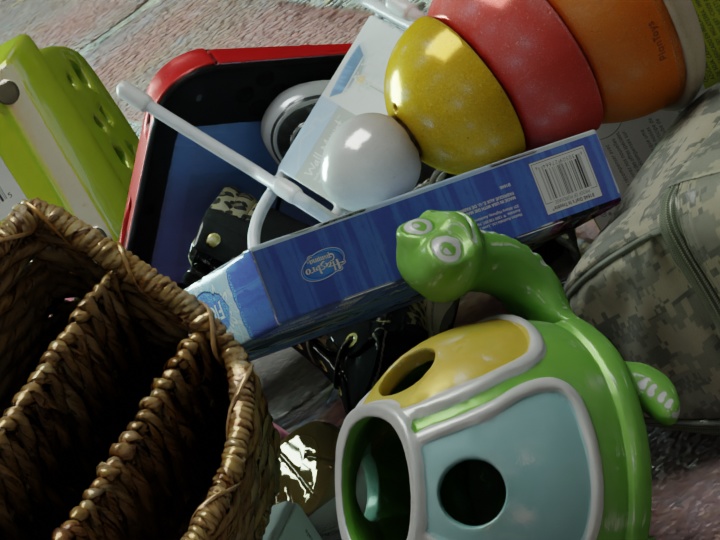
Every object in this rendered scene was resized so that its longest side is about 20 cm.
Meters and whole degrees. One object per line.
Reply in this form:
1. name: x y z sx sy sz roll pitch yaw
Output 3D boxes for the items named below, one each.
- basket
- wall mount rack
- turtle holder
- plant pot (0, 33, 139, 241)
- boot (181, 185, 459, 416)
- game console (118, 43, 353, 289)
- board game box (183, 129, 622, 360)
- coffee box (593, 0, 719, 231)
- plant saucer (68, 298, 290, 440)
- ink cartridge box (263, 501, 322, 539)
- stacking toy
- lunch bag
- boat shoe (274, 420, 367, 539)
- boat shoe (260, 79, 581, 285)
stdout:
1. basket: -0.131 0.094 1.372 0.142 0.149 0.200 17 54 27
2. wall mount rack: -0.034 -0.107 1.627 0.174 0.074 0.201 32 90 47
3. turtle holder: 0.063 0.078 1.374 0.131 0.187 0.141 -1 23 -33
4. plant pot: -0.229 -0.027 1.917 0.199 0.200 0.181 -32 -9 2
5. boot: -0.030 0.031 1.657 0.204 0.153 0.074 -67 1 -64
6. game console: -0.053 -0.048 1.761 0.176 0.201 0.031 -3 42 -22
7. board game box: 0.000 0.000 1.504 0.199 0.044 0.199 -19 -4 -26
8. coffee box: 0.204 -0.154 1.686 0.197 0.201 0.200 -20 23 29
9. plant saucer: -0.129 0.064 1.692 0.051 0.200 0.200 -57 24 -3
10. ink cartridge box: -0.098 0.216 1.442 0.146 0.086 0.200 -21 25 28
11. stacking toy: 0.060 -0.099 1.511 0.200 0.147 0.146 -35 21 -14
12. lunch bag: 0.194 -0.017 1.483 0.167 0.140 0.200 -18 22 38
13. boat shoe: -0.044 0.142 1.566 0.200 0.069 0.071 -33 47 48
14. boat shoe: 0.036 -0.042 1.706 0.074 0.199 0.068 -55 19 16
